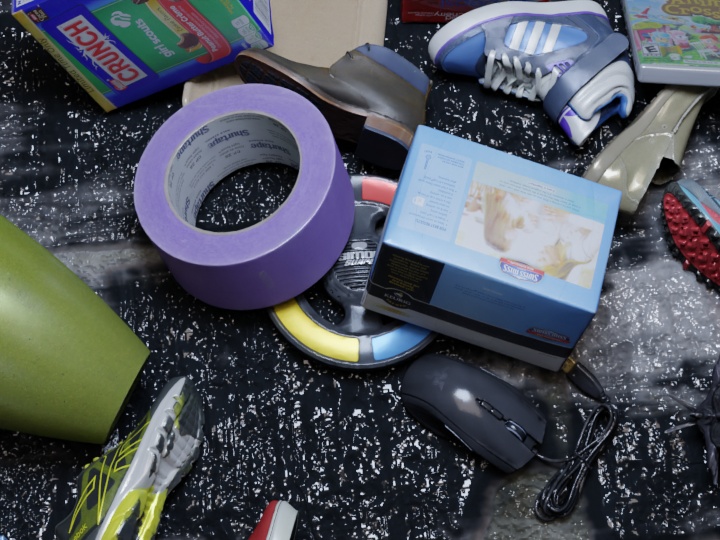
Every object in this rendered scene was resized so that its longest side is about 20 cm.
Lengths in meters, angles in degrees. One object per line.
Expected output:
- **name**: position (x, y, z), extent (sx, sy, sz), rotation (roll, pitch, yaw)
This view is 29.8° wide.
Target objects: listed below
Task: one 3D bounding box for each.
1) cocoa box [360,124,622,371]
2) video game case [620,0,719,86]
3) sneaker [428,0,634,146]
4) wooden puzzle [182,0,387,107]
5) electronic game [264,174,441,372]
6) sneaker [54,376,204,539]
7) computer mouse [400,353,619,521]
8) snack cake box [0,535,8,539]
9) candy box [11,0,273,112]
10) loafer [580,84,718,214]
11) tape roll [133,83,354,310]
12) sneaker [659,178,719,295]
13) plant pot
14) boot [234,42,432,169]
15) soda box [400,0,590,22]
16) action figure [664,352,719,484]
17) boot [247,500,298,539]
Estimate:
- **cocoa box**: position (0.117, -0.018, 1.227), extent (0.197, 0.132, 0.135), rotation (18, 61, 0)
- **video game case**: position (0.369, -0.240, 1.369), extent (0.196, 0.022, 0.183), rotation (3, 39, 1)
- **sneaker**: position (0.179, -0.190, 1.358), extent (0.197, 0.081, 0.148), rotation (-10, 63, -10)
- **wooden puzzle**: position (-0.075, -0.225, 1.402), extent (0.197, 0.037, 0.188), rotation (7, 68, -3)
- **electronic game**: position (0.000, 0.000, 1.299), extent (0.196, 0.042, 0.203), rotation (0, 67, 0)
- **sneaker**: position (-0.208, 0.176, 1.207), extent (0.083, 0.075, 0.202), rotation (8, 54, 25)
- **computer mouse**: position (0.143, 0.118, 1.247), extent (0.199, 0.046, 0.141), rotation (37, 72, 14)
- **snack cake box**: position (-0.350, 0.335, 1.143), extent (0.113, 0.067, 0.203), rotation (-5, 67, -3)
- **candy box**: position (-0.208, -0.257, 1.304), extent (0.197, 0.169, 0.078), rotation (-17, 57, 19)
- **loafer**: position (0.293, -0.124, 1.338), extent (0.068, 0.076, 0.200), rotation (45, 70, 6)
- **tape roll**: position (-0.109, -0.071, 1.281), extent (0.197, 0.085, 0.203), rotation (-7, 58, 11)
- **sneaker**: position (0.375, -0.020, 1.300), extent (0.200, 0.079, 0.095), rotation (45, 64, 8)
- **plant pot**: position (-0.296, 0.068, 1.213), extent (0.198, 0.187, 0.189), rotation (28, 69, -5)
- **boot**: position (-0.022, -0.185, 1.337), extent (0.198, 0.075, 0.098), rotation (29, 61, -5)
- **soda box**: position (0.140, -0.301, 1.412), extent (0.196, 0.070, 0.064), rotation (2, 67, 0)
- **action figure**: position (0.379, 0.140, 1.213), extent (0.197, 0.102, 0.121), rotation (1, 73, 29)
- **boot**: position (-0.145, 0.274, 1.170), extent (0.142, 0.073, 0.202), rotation (22, 72, 11)
